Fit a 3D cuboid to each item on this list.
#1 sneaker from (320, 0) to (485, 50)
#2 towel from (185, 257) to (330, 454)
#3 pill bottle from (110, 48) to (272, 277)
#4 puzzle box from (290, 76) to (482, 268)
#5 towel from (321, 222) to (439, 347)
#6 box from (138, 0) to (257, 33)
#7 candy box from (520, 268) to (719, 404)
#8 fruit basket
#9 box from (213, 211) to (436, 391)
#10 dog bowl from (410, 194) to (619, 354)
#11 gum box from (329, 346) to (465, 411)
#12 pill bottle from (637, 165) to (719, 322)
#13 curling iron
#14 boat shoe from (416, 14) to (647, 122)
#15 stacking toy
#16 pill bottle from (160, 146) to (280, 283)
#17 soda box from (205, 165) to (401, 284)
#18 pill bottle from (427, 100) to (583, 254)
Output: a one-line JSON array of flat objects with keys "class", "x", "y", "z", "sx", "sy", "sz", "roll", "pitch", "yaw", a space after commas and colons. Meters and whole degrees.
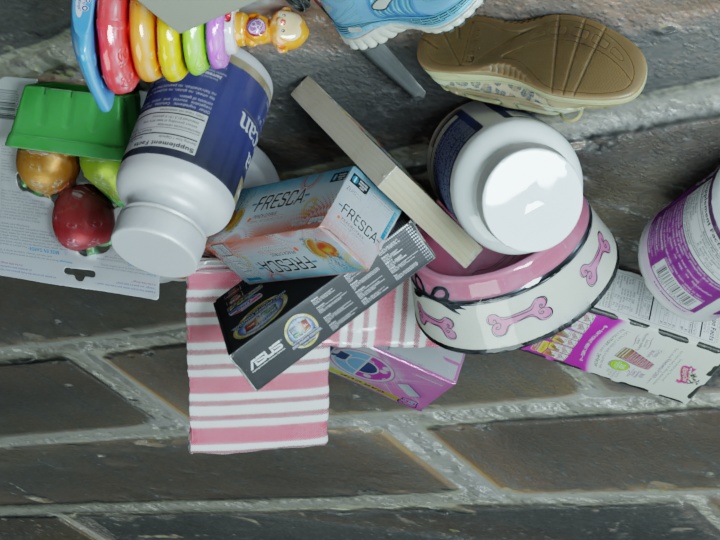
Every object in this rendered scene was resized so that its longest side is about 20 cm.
[{"class": "sneaker", "x": 0.031, "y": -0.232, "z": 1.287, "sx": 0.199, "sy": 0.079, "sz": 0.090, "roll": -14, "pitch": 137, "yaw": 45}, {"class": "towel", "x": -0.102, "y": 0.084, "z": 1.662, "sx": 0.144, "sy": 0.203, "sz": 0.030, "roll": -1, "pitch": -166, "yaw": -9}, {"class": "pill bottle", "x": -0.156, "y": -0.100, "z": 1.503, "sx": 0.110, "sy": 0.202, "sz": 0.111, "roll": 13, "pitch": 154, "yaw": 7}, {"class": "puzzle box", "x": 0.021, "y": -0.091, "z": 1.479, "sx": 0.133, "sy": 0.025, "sz": 0.200, "roll": 40, "pitch": -174, "yaw": -38}, {"class": "towel", "x": 0.000, "y": 0.000, "z": 1.622, "sx": 0.197, "sy": 0.148, "sz": 0.030, "roll": 2, "pitch": -168, "yaw": -11}, {"class": "box", "x": -0.094, "y": -0.260, "z": 1.303, "sx": 0.199, "sy": 0.083, "sz": 0.068, "roll": -14, "pitch": 141, "yaw": 44}, {"class": "candy box", "x": 0.270, "y": 0.059, "z": 1.707, "sx": 0.198, "sy": 0.062, "sz": 0.137, "roll": 19, "pitch": 153, "yaw": -2}, {"class": "fruit basket", "x": -0.272, "y": -0.083, "z": 1.632, "sx": 0.183, "sy": 0.094, "sz": 0.203, "roll": 7, "pitch": 108, "yaw": 17}, {"class": "box", "x": -0.037, "y": 0.009, "z": 1.508, "sx": 0.044, "sy": 0.199, "sz": 0.160, "roll": 53, "pitch": -178, "yaw": -19}, {"class": "dog bowl", "x": 0.131, "y": -0.018, "z": 1.515, "sx": 0.198, "sy": 0.201, "sz": 0.074, "roll": -2, "pitch": 129, "yaw": 33}, {"class": "gum box", "x": 0.002, "y": 0.068, "z": 1.747, "sx": 0.198, "sy": 0.067, "sz": 0.114, "roll": 24, "pitch": 155, "yaw": -9}, {"class": "pill bottle", "x": 0.333, "y": -0.038, "z": 1.435, "sx": 0.111, "sy": 0.113, "sz": 0.200, "roll": 23, "pitch": 153, "yaw": -13}, {"class": "curling iron", "x": -0.007, "y": -0.204, "z": 1.421, "sx": 0.199, "sy": 0.026, "sz": 0.049, "roll": 34, "pitch": 170, "yaw": -38}, {"class": "boat shoe", "x": 0.144, "y": -0.166, "z": 1.360, "sx": 0.198, "sy": 0.074, "sz": 0.063, "roll": 15, "pitch": 162, "yaw": 29}, {"class": "stacking toy", "x": -0.143, "y": -0.206, "z": 1.428, "sx": 0.197, "sy": 0.117, "sz": 0.110, "roll": 1, "pitch": 154, "yaw": 5}, {"class": "pill bottle", "x": -0.170, "y": -0.054, "z": 1.694, "sx": 0.111, "sy": 0.113, "sz": 0.200, "roll": 28, "pitch": 151, "yaw": -21}, {"class": "soda box", "x": -0.054, "y": -0.037, "z": 1.464, "sx": 0.063, "sy": 0.069, "sz": 0.199, "roll": 41, "pitch": 155, "yaw": -26}, {"class": "pill bottle", "x": 0.123, "y": -0.076, "z": 1.385, "sx": 0.110, "sy": 0.112, "sz": 0.200, "roll": 23, "pitch": -171, "yaw": -11}]
